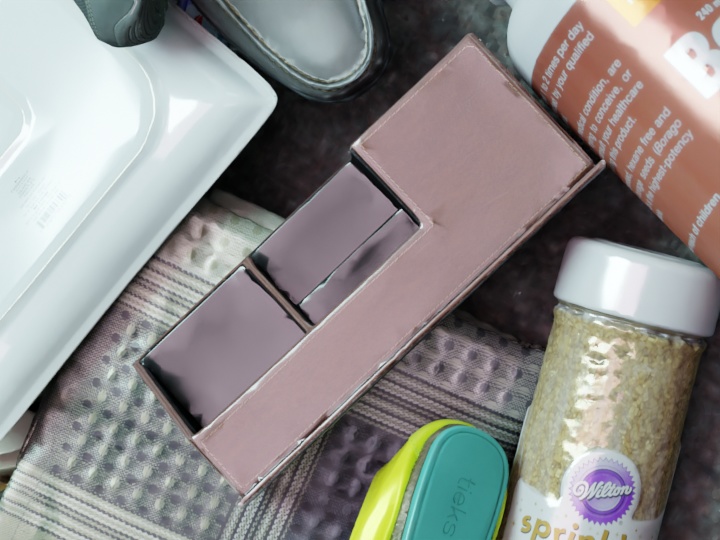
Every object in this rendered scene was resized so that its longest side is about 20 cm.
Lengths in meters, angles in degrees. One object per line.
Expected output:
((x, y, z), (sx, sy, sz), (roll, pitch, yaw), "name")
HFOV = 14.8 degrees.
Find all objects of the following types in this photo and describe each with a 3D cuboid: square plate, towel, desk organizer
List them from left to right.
((-0.166, -0.058, 1.174), (0.198, 0.028, 0.200), (42, 96, 21), "square plate")
((-0.043, 0.079, 1.193), (0.200, 0.035, 0.193), (25, 94, -1), "towel")
((0.000, 0.000, 1.136), (0.200, 0.072, 0.077), (-43, 88, -1), "desk organizer")

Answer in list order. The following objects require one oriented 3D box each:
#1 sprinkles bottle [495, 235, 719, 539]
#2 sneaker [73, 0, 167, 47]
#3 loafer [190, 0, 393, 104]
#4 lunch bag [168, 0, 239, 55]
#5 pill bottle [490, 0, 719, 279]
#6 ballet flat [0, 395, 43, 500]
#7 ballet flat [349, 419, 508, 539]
((0.095, 0.089, 1.151), (0.068, 0.068, 0.200), (15, 94, 20), "sprinkles bottle")
((-0.145, -0.159, 1.146), (0.085, 0.074, 0.200), (-26, 59, -7), "sneaker")
((-0.059, -0.154, 1.135), (0.073, 0.072, 0.200), (-38, 86, 3), "loafer")
((-0.140, -0.160, 1.238), (0.200, 0.082, 0.161), (18, 95, 20), "lunch bag")
((0.132, -0.088, 1.120), (0.200, 0.112, 0.112), (46, 103, 15), "pill bottle")
((-0.196, 0.084, 1.255), (0.200, 0.068, 0.068), (-12, 58, 18), "ballet flat")
((0.006, 0.152, 1.115), (0.067, 0.067, 0.200), (-24, 39, 55), "ballet flat")
